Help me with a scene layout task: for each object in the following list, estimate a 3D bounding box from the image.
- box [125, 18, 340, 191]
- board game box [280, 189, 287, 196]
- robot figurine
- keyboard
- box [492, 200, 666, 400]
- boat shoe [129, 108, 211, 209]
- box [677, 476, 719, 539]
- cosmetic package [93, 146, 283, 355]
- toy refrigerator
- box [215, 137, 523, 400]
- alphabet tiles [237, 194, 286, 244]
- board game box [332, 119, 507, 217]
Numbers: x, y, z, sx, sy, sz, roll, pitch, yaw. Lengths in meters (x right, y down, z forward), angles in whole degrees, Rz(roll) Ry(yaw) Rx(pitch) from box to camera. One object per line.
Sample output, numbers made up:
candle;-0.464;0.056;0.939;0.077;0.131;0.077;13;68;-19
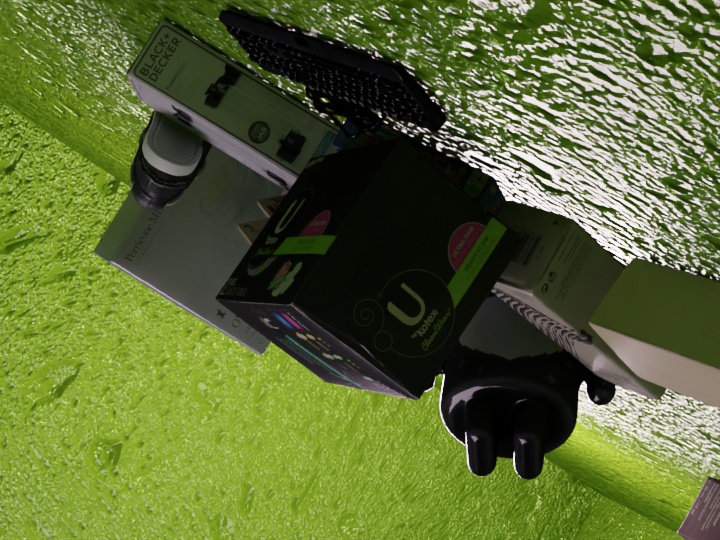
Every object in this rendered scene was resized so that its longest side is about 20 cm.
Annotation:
box;-0.106;-0.137;1.227;0.199;0.060;0.117;31;174;0
board game box;0.042;-0.008;1.362;0.199;0.041;0.199;32;-170;40
robot figurine;0.136;0.085;1.220;0.150;0.201;0.125;29;136;-19
keyboard;-0.022;-0.129;0.983;0.200;0.040;0.104;27;172;43
box;0.180;0.026;1.093;0.200;0.069;0.082;37;171;-38
boat shoe;-0.180;-0.123;1.316;0.075;0.061;0.200;30;-154;-4
box;0.556;0.379;1.934;0.075;0.101;0.200;35;173;-33
cosmetic package;-0.150;-0.048;1.492;0.199;0.200;0.123;33;174;-18
toy refrigerator;0.258;0.053;0.940;0.076;0.070;0.200;43;168;-30
box;0.000;0.000;1.042;0.124;0.149;0.200;37;167;-17
alphabet tiles;-0.011;-0.023;1.239;0.165;0.006;0.200;-13;-143;-24
board game box;0.066;-0.056;1.140;0.135;0.035;0.200;28;173;22
